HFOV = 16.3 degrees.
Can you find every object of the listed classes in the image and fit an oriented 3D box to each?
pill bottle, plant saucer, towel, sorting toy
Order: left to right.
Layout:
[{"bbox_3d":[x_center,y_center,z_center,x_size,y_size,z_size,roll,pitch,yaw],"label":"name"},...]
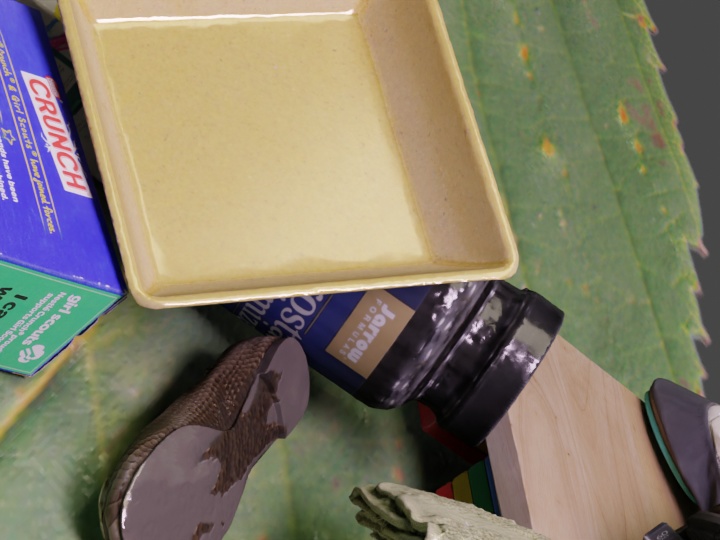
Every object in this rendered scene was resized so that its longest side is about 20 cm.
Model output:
[{"bbox_3d":[-0.044,-0.068,1.209,0.199,0.048,0.201,-5,64,-25],"label":"plant saucer"},{"bbox_3d":[0.000,0.000,1.287,0.200,0.112,0.112,34,27,-1],"label":"pill bottle"},{"bbox_3d":[0.096,0.152,1.184,0.200,0.037,0.148,26,1,-18],"label":"towel"},{"bbox_3d":[0.116,0.137,1.395,0.199,0.070,0.200,37,29,-36],"label":"sorting toy"}]

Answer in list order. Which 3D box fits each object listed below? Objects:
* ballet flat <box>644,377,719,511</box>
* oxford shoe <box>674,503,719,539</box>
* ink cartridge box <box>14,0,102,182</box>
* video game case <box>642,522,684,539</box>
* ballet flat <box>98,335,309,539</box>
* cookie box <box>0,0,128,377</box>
[{"bbox_3d":[0.221,0.132,1.428,0.073,0.073,0.200,29,34,-39],"label":"ballet flat"},{"bbox_3d":[0.212,0.137,1.280,0.073,0.084,0.200,58,-4,-2],"label":"oxford shoe"},{"bbox_3d":[-0.171,-0.142,1.288,0.200,0.067,0.116,37,29,-28],"label":"ink cartridge box"},{"bbox_3d":[0.216,0.224,1.238,0.143,0.019,0.200,62,-8,-34],"label":"video game case"},{"bbox_3d":[-0.079,0.084,1.187,0.200,0.046,0.068,-50,132,-58],"label":"ballet flat"},{"bbox_3d":[-0.213,-0.058,1.103,0.200,0.075,0.172,19,42,-48],"label":"cookie box"}]
